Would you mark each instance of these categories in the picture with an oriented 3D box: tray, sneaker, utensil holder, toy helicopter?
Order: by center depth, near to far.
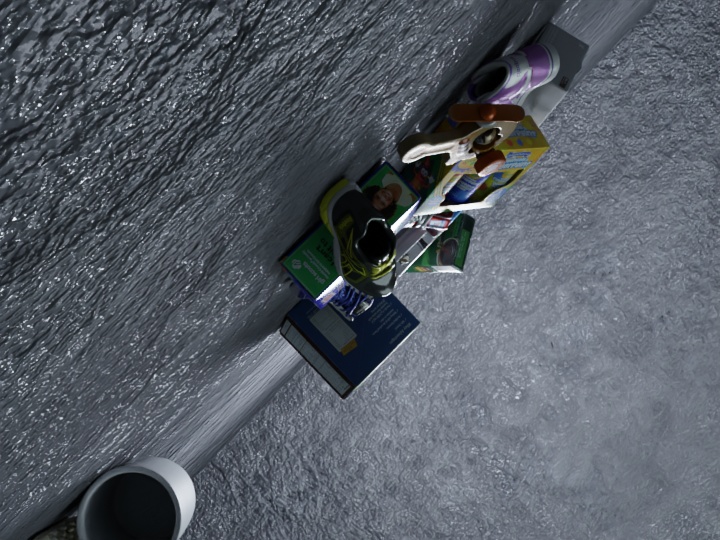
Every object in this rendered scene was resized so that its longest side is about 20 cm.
[{"bbox_3d":[0.009,-0.021,1.053,0.074,0.085,0.201,-39,140,-9],"label":"sneaker"},{"bbox_3d":[0.139,-0.186,1.182,0.199,0.079,0.132,-16,163,-32],"label":"toy helicopter"},{"bbox_3d":[0.187,-0.262,1.228,0.114,0.073,0.200,-22,172,-21],"label":"sneaker"},{"bbox_3d":[-0.034,0.025,1.392,0.081,0.115,0.199,-46,175,14],"label":"sneaker"},{"bbox_3d":[0.083,-0.088,1.443,0.200,0.112,0.071,-42,175,-35],"label":"sneaker"},{"bbox_3d":[-0.376,0.409,1.463,0.170,0.170,0.200,-44,178,-6],"label":"utensil holder"},{"bbox_3d":[0.092,-0.100,1.541,0.200,0.107,0.022,-44,131,-5],"label":"tray"}]

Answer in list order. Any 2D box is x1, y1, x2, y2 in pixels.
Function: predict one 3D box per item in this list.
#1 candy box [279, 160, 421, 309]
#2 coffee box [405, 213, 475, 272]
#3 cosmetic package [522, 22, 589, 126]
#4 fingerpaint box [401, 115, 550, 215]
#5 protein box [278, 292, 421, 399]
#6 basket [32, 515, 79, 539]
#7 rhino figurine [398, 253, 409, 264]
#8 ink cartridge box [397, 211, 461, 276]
[{"bbox_3d":[-0.014,-0.044,1.197,0.200,0.077,0.169,-46,176,-5],"label":"candy box"},{"bbox_3d":[0.149,-0.058,1.847,0.199,0.044,0.124,1,-109,48],"label":"coffee box"},{"bbox_3d":[0.292,-0.306,1.431,0.107,0.090,0.200,-61,179,-25],"label":"cosmetic package"},{"bbox_3d":[0.183,-0.171,1.396,0.199,0.074,0.167,-9,152,-38],"label":"fingerpaint box"},{"bbox_3d":[-0.024,0.116,1.755,0.198,0.200,0.135,-43,176,-23],"label":"protein box"},{"bbox_3d":[-0.485,0.535,1.389,0.161,0.198,0.200,-46,175,-4],"label":"basket"},{"bbox_3d":[0.000,0.000,1.640,0.200,0.088,0.060,-39,133,19],"label":"rhino figurine"},{"bbox_3d":[0.122,-0.101,1.751,0.200,0.084,0.145,-47,-175,19],"label":"ink cartridge box"}]
